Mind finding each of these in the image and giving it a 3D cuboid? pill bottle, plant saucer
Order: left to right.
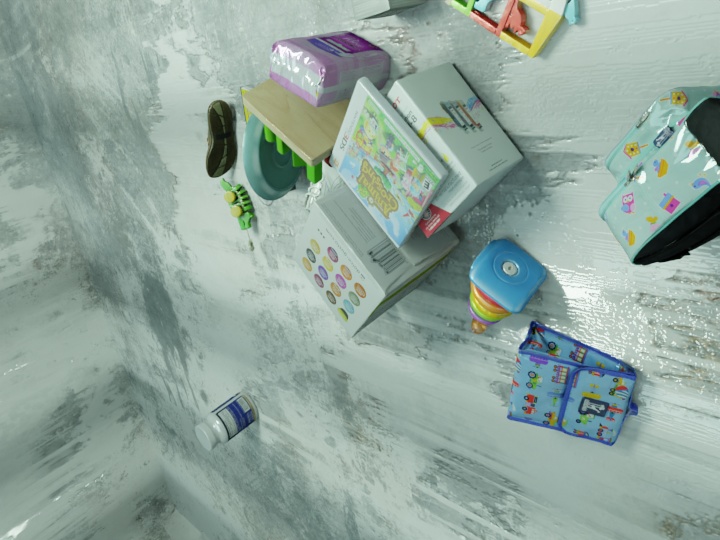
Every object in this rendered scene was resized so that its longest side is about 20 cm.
[{"bbox_3d":[-0.458,0.515,1.915,0.114,0.198,0.119,25,130,34],"label":"pill bottle"},{"bbox_3d":[-0.168,-0.246,1.146,0.027,0.200,0.206,10,121,26],"label":"plant saucer"}]

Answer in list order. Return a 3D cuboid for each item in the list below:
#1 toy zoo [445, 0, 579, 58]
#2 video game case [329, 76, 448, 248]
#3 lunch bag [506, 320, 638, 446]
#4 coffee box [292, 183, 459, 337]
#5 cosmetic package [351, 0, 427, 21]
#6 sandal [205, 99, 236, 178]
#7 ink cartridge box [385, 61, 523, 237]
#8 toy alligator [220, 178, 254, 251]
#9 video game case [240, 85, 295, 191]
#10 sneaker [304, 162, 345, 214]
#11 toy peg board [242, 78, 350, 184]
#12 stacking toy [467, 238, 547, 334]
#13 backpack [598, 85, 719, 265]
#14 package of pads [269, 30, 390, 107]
[{"bbox_3d":[0.216,-0.390,0.772,0.200,0.020,0.133,44,138,21],"label":"toy zoo"},{"bbox_3d":[0.035,-0.163,0.881,0.202,0.022,0.183,52,147,14],"label":"video game case"},{"bbox_3d":[0.359,0.198,0.936,0.195,0.094,0.155,16,124,26],"label":"lunch bag"},{"bbox_3d":[0.021,-0.039,1.042,0.201,0.198,0.199,51,149,10],"label":"coffee box"},{"bbox_3d":[0.029,-0.499,0.846,0.089,0.106,0.206,5,114,45],"label":"cosmetic package"},{"bbox_3d":[-0.357,-0.330,1.397,0.055,0.080,0.205,46,143,41],"label":"sandal"},{"bbox_3d":[0.124,-0.194,0.894,0.202,0.143,0.146,54,142,9],"label":"ink cartridge box"},{"bbox_3d":[-0.303,-0.154,1.464,0.053,0.059,0.205,-23,96,10],"label":"toy alligator"},{"bbox_3d":[-0.208,-0.300,1.262,0.179,0.025,0.206,32,134,48],"label":"video game case"},{"bbox_3d":[-0.076,-0.166,1.177,0.073,0.086,0.206,26,129,36],"label":"sneaker"},{"bbox_3d":[-0.082,-0.279,1.045,0.199,0.198,0.099,42,154,19],"label":"toy peg board"},{"bbox_3d":[0.229,0.052,0.979,0.109,0.116,0.202,37,150,17],"label":"stacking toy"},{"bbox_3d":[0.376,-0.106,0.651,0.155,0.171,0.203,57,145,30],"label":"backpack"},{"bbox_3d":[-0.048,-0.345,0.949,0.119,0.198,0.077,36,131,20],"label":"package of pads"}]
